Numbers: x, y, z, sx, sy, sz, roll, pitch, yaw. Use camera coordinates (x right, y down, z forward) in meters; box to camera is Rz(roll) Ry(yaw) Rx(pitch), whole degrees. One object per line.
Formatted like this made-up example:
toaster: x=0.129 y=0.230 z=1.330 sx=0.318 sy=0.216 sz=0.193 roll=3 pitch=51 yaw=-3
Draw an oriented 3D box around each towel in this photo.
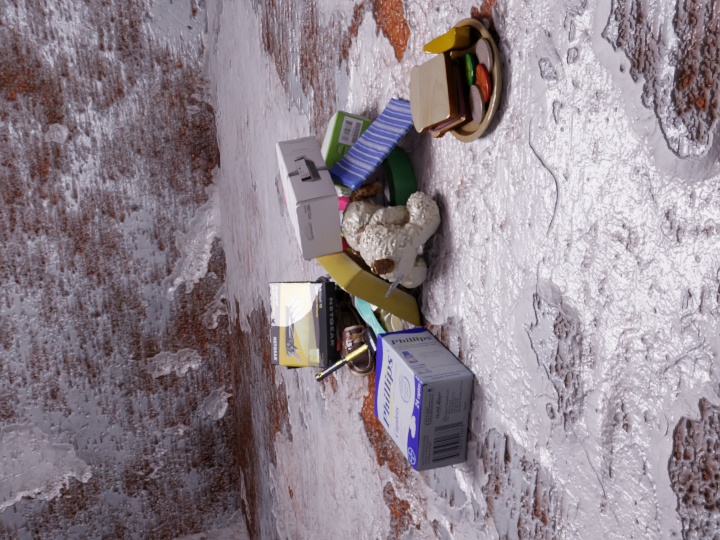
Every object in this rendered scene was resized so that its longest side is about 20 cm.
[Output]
towel: x=0.026 y=-0.238 z=1.312 sx=0.200 sy=0.024 sz=0.145 roll=-50 pitch=27 yaw=0

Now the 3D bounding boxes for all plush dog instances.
plush dog: x=0.031 y=-0.063 z=1.298 sx=0.172 sy=0.160 sz=0.201 roll=38 pitch=137 yaw=32

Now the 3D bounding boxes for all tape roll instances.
tape roll: x=0.051 y=-0.149 z=1.424 sx=0.200 sy=0.048 sz=0.202 roll=173 pitch=90 yaw=-70

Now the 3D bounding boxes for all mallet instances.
mallet: x=-0.027 y=0.188 z=1.606 sx=0.199 sy=0.041 sz=0.066 roll=-28 pitch=59 yaw=25

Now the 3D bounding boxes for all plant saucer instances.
plant saucer: x=0.019 y=0.020 z=1.418 sx=0.049 sy=0.199 sz=0.200 roll=-58 pitch=31 yaw=8

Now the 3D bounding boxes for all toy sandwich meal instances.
toy sandwich meal: x=0.143 y=-0.291 z=1.098 sx=0.205 sy=0.070 sz=0.207 roll=173 pitch=90 yaw=-70

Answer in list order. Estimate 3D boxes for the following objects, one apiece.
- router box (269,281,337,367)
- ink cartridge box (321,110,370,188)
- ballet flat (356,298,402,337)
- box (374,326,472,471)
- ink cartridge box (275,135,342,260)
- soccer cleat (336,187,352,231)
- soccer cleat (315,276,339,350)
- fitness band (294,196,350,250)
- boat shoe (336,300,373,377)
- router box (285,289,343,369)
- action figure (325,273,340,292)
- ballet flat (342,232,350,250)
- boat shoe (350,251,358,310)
router box: x=-0.137 y=0.127 z=1.693 sx=0.156 sy=0.052 sz=0.202 roll=-2 pitch=91 yaw=26
ink cartridge box: x=-0.046 y=-0.259 z=1.555 sx=0.200 sy=0.075 sz=0.149 roll=-148 pitch=72 yaw=-80
ballet flat: x=0.053 y=0.105 z=1.501 sx=0.071 sy=0.067 sz=0.200 roll=-57 pitch=38 yaw=24
box: x=0.110 y=0.232 z=1.310 sx=0.200 sy=0.104 sz=0.185 roll=-136 pitch=44 yaw=-60
ink cartridge box: x=-0.099 y=-0.142 z=1.374 sx=0.147 sy=0.082 sz=0.201 roll=87 pitch=167 yaw=-45
soccer cleat: x=-0.025 y=-0.146 z=1.592 sx=0.086 sy=0.069 sz=0.201 roll=93 pitch=156 yaw=-72
soccer cleat: x=-0.073 y=0.106 z=1.774 sx=0.068 sy=0.073 sz=0.202 roll=13 pitch=113 yaw=51
fitness band: x=-0.060 y=-0.095 z=1.474 sx=0.200 sy=0.143 sz=0.038 roll=49 pitch=164 yaw=58
boat shoe: x=-0.017 y=0.156 z=1.666 sx=0.072 sy=0.072 sz=0.201 roll=88 pitch=169 yaw=-48
router box: x=-0.122 y=0.145 z=1.825 sx=0.052 sy=0.156 sz=0.202 roll=-141 pitch=48 yaw=-67
action figure: x=-0.033 y=-0.013 z=1.694 sx=0.200 sy=0.054 sz=0.119 roll=166 pitch=99 yaw=-65
ballet flat: x=-0.071 y=-0.090 z=1.670 sx=0.200 sy=0.066 sz=0.067 roll=-127 pitch=16 yaw=-54
boat shoe: x=0.000 y=0.000 z=1.582 sx=0.057 sy=0.066 sz=0.201 roll=49 pitch=145 yaw=46
